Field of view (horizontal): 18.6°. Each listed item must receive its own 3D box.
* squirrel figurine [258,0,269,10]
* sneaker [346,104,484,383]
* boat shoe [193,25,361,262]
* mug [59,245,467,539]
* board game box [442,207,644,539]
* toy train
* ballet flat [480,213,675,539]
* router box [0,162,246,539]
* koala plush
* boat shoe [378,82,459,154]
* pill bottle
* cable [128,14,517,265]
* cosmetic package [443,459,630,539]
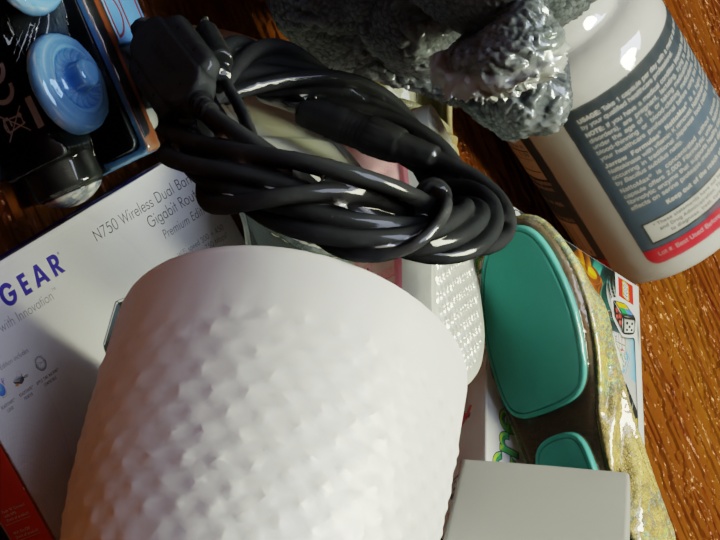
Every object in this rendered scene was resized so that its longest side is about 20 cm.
[{"bbox_3d":[-0.041,-0.230,1.127,0.186,0.141,0.201,-36,98,-47],"label":"squirrel figurine"},{"bbox_3d":[0.000,0.000,1.066,0.201,0.104,0.076,-92,160,-54],"label":"sneaker"},{"bbox_3d":[-0.051,-0.055,1.043,0.072,0.062,0.200,5,30,-27],"label":"boat shoe"},{"bbox_3d":[-0.032,0.119,0.862,0.200,0.147,0.176,55,37,-43],"label":"mug"},{"bbox_3d":[0.097,0.071,1.144,0.126,0.035,0.201,29,48,-35],"label":"board game box"},{"bbox_3d":[-0.151,-0.126,0.972,0.114,0.086,0.201,-27,93,-60],"label":"toy train"},{"bbox_3d":[0.109,0.071,1.078,0.071,0.070,0.201,-2,74,-52],"label":"ballet flat"},{"bbox_3d":[-0.100,0.064,0.960,0.180,0.049,0.200,61,36,-7],"label":"router box"},{"bbox_3d":[0.051,-0.150,1.003,0.183,0.200,0.178,9,97,-17],"label":"koala plush"},{"bbox_3d":[0.025,-0.098,1.195,0.073,0.063,0.202,31,49,-38],"label":"boat shoe"},{"bbox_3d":[0.139,-0.102,1.278,0.200,0.119,0.120,55,37,-27],"label":"pill bottle"},{"bbox_3d":[-0.012,-0.044,0.921,0.163,0.051,0.200,19,16,-32],"label":"cable"},{"bbox_3d":[0.071,0.166,0.935,0.200,0.084,0.108,-68,161,-74],"label":"cosmetic package"}]
